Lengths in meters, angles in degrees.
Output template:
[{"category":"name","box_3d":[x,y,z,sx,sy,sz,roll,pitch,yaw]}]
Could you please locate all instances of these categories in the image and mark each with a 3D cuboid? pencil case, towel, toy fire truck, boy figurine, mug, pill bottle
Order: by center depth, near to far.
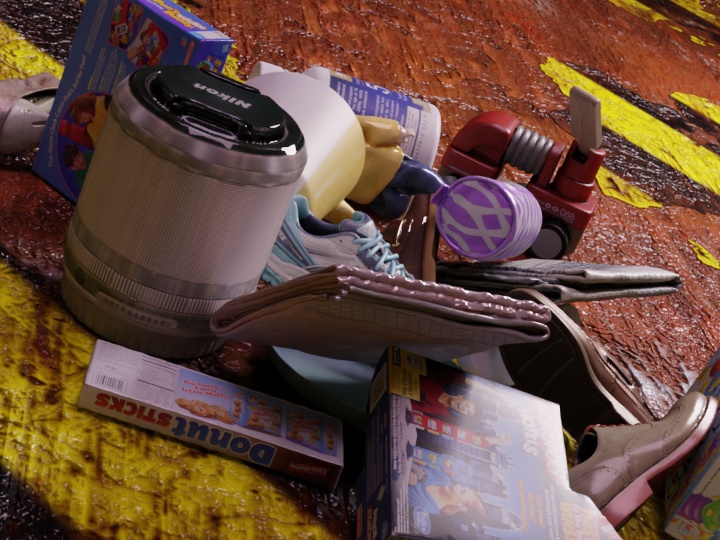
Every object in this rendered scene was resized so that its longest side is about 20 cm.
[{"category":"towel","box_3d":[0.014,0.041,1.212,0.199,0.032,0.191,12,-16,-30]},{"category":"mug","box_3d":[-0.068,-0.085,1.493,0.186,0.150,0.153,18,31,5]},{"category":"pencil case","box_3d":[0.127,-0.053,1.558,0.085,0.084,0.200,42,8,8]},{"category":"towel","box_3d":[0.185,0.003,1.568,0.192,0.035,0.200,8,9,44]},{"category":"boy figurine","box_3d":[-0.003,-0.106,1.604,0.200,0.124,0.064,29,25,-14]},{"category":"pill bottle","box_3d":[-0.027,-0.148,1.684,0.199,0.120,0.120,17,24,-15]},{"category":"toy fire truck","box_3d":[0.189,-0.128,1.738,0.176,0.200,0.129,27,23,8]}]

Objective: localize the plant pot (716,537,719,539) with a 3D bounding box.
[{"category":"plant pot","box_3d":[0.346,0.267,1.091,0.183,0.201,0.200,14,22,-48]}]

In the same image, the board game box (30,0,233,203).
[{"category":"board game box","box_3d":[-0.206,-0.145,1.410,0.134,0.200,0.045,35,26,25]}]

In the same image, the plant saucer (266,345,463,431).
[{"category":"plant saucer","box_3d":[0.010,0.089,1.314,0.200,0.027,0.200,19,18,-7]}]

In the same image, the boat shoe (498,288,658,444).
[{"category":"boat shoe","box_3d":[0.190,0.097,1.384,0.200,0.072,0.068,55,29,2]}]

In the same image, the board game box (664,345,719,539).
[{"category":"board game box","box_3d":[0.330,0.161,1.362,0.103,0.105,0.200,30,23,-1]}]

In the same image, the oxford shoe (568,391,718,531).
[{"category":"oxford shoe","box_3d":[0.221,0.142,1.286,0.075,0.071,0.200,43,46,13]}]

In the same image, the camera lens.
[{"category":"camera lens","box_3d":[-0.143,-0.052,1.270,0.160,0.200,0.160,20,23,-9]}]

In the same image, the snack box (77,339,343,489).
[{"category":"snack box","box_3d":[-0.109,0.106,1.187,0.199,0.024,0.072,19,21,-9]}]

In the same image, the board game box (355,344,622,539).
[{"category":"board game box","box_3d":[0.098,0.168,1.168,0.199,0.062,0.200,21,35,-14]}]

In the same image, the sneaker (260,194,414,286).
[{"category":"sneaker","box_3d":[0.000,0.000,1.371,0.200,0.087,0.078,25,17,11]}]

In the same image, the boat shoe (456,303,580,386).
[{"category":"boat shoe","box_3d":[0.131,0.065,1.457,0.065,0.074,0.200,6,3,34]}]

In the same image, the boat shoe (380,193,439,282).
[{"category":"boat shoe","box_3d":[0.040,-0.013,1.500,0.070,0.071,0.200,3,31,5]}]

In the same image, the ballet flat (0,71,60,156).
[{"category":"ballet flat","box_3d":[-0.311,-0.145,1.479,0.067,0.068,0.200,22,24,7]}]
